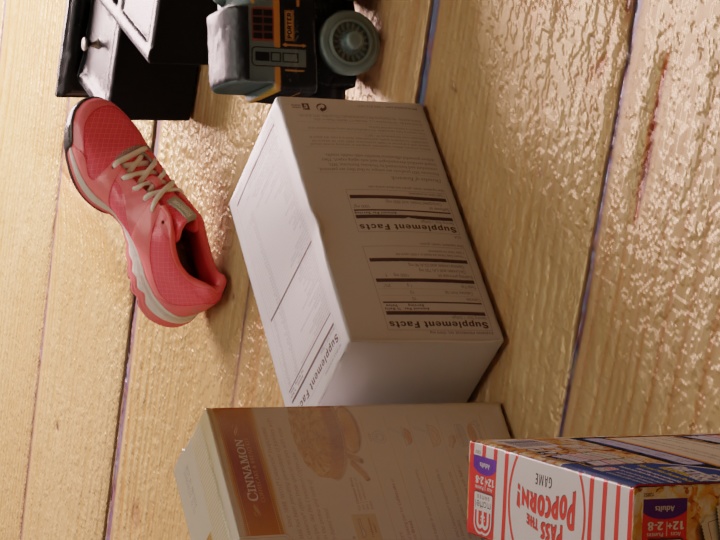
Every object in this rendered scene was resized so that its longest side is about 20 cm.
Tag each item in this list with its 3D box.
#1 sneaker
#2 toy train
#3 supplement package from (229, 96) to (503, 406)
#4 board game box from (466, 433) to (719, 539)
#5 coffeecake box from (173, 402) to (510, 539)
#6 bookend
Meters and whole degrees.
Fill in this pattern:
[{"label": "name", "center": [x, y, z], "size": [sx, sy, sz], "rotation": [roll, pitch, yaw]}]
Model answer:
[{"label": "sneaker", "center": [-0.164, -0.055, 1.970], "size": [0.087, 0.074, 0.201], "rotation": [-17, 103, 51]}, {"label": "toy train", "center": [-0.050, -0.206, 1.702], "size": [0.085, 0.113, 0.202], "rotation": [172, 97, -65]}, {"label": "supplement package", "center": [0.000, 0.000, 1.591], "size": [0.114, 0.109, 0.201], "rotation": [118, 144, -46]}, {"label": "board game box", "center": [0.169, 0.105, 1.105], "size": [0.151, 0.199, 0.047], "rotation": [-170, 81, -66]}, {"label": "coffeecake box", "center": [0.004, 0.162, 1.470], "size": [0.073, 0.199, 0.154], "rotation": [119, 143, -46]}, {"label": "bookend", "center": [-0.168, -0.197, 1.990], "size": [0.199, 0.091, 0.201], "rotation": [-129, 44, -54]}]
